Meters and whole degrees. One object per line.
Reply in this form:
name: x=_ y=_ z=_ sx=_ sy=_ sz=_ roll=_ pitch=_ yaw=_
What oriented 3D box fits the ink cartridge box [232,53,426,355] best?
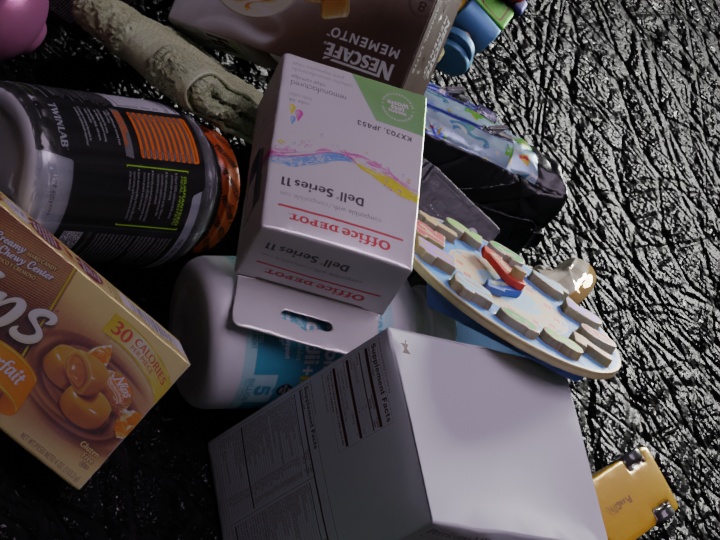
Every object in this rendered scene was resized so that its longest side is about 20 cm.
ink cartridge box: x=-0.021 y=-0.045 z=1.517 sx=0.117 sy=0.067 sz=0.201 roll=15 pitch=54 yaw=-14

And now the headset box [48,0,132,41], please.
headset box: x=-0.256 y=-0.296 z=1.640 sx=0.200 sy=0.075 sz=0.149 roll=34 pitch=42 yaw=-28

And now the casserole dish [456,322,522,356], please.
casserole dish: x=0.102 y=0.086 z=1.738 sx=0.200 sy=0.039 sz=0.121 roll=51 pitch=58 yaw=-45

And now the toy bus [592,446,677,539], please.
toy bus: x=0.184 y=0.211 z=1.767 sx=0.200 sy=0.078 sz=0.065 roll=-23 pitch=81 yaw=-53

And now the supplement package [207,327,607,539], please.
supplement package: x=0.033 y=0.161 z=1.530 sx=0.191 sy=0.200 sz=0.148 roll=14 pitch=54 yaw=-42

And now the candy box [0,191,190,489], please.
candy box: x=-0.223 y=0.036 z=1.397 sx=0.200 sy=0.116 sz=0.055 roll=42 pitch=1 yaw=-19

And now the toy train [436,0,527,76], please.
toy train: x=0.058 y=-0.283 z=1.994 sx=0.200 sy=0.085 sz=0.116 roll=46 pitch=51 yaw=-14

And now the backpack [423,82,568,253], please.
backpack: x=0.043 y=-0.082 z=1.774 sx=0.199 sy=0.163 sz=0.154 roll=14 pitch=45 yaw=-34

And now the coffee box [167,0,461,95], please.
coffee box: x=-0.034 y=-0.208 z=1.681 sx=0.199 sy=0.115 sz=0.080 roll=21 pitch=-5 yaw=13

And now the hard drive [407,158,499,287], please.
hard drive: x=0.000 y=0.000 z=1.660 sx=0.140 sy=0.038 sz=0.200 roll=42 pitch=74 yaw=-18

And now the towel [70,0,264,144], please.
towel: x=-0.126 y=-0.149 z=1.622 sx=0.148 sy=0.037 sz=0.200 roll=38 pitch=7 yaw=25

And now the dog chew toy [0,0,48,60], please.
dog chew toy: x=-0.300 y=-0.222 z=1.505 sx=0.200 sy=0.124 sz=0.125 roll=39 pitch=39 yaw=-34

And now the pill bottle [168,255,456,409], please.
pill bottle: x=-0.033 y=0.045 z=1.565 sx=0.199 sy=0.111 sz=0.111 roll=0 pitch=62 yaw=-24

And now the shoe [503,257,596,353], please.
shoe: x=0.145 y=0.023 z=1.866 sx=0.200 sy=0.070 sz=0.054 roll=-33 pitch=98 yaw=-51

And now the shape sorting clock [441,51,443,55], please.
shape sorting clock: x=-0.018 y=-0.230 z=1.829 sx=0.199 sy=0.039 sz=0.200 roll=24 pitch=15 yaw=-7

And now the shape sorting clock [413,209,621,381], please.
shape sorting clock: x=0.110 y=0.016 z=1.589 sx=0.199 sy=0.039 sz=0.200 roll=26 pitch=17 yaw=-9

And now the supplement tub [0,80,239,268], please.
supplement tub: x=-0.188 y=-0.064 z=1.509 sx=0.199 sy=0.122 sz=0.123 roll=5 pitch=60 yaw=-47
